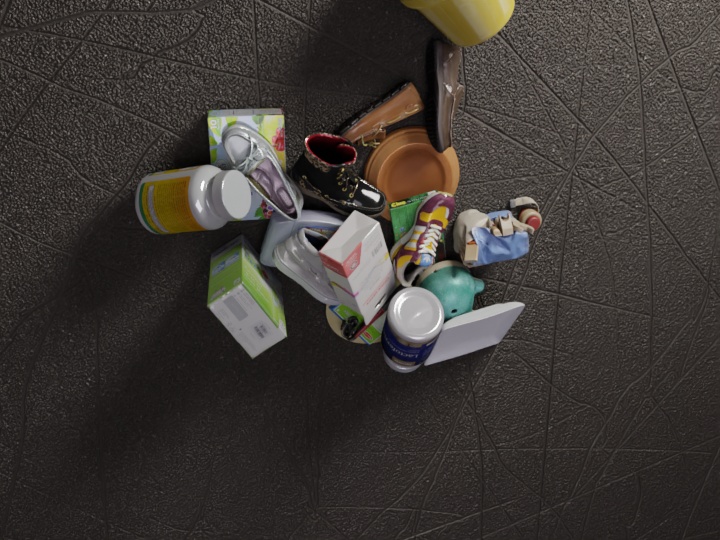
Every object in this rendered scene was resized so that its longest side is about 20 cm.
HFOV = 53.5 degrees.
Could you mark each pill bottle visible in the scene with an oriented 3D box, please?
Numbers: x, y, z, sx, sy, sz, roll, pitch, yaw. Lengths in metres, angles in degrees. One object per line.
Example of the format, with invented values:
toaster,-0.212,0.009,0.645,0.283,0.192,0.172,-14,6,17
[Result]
pill bottle,0.101,0.129,1.469,0.113,0.118,0.201,-5,151,-7
pill bottle,-0.298,-0.127,1.282,0.196,0.113,0.115,-3,124,28

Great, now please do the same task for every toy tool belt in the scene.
toy tool belt,0.291,-0.065,1.459,0.195,0.124,0.127,-14,119,-3

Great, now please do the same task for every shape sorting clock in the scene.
shape sorting clock,0.022,0.076,1.532,0.195,0.040,0.204,-7,124,-10

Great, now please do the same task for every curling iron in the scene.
curling iron,0.035,0.080,1.498,0.199,0.026,0.050,-39,126,11

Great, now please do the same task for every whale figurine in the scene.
whale figurine,0.198,0.074,1.523,0.156,0.105,0.201,-26,131,8

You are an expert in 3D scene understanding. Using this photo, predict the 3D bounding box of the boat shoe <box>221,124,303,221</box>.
boat shoe,-0.174,-0.174,1.289,0.074,0.065,0.203,-34,113,7

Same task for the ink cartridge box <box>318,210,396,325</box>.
ink cartridge box,0.000,0.000,1.388,0.117,0.067,0.202,-49,145,-23

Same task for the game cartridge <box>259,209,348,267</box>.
game cartridge,-0.092,-0.057,1.415,0.195,0.042,0.134,6,137,-21

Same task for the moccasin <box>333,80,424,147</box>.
moccasin,0.028,-0.271,1.340,0.199,0.074,0.079,-35,111,-2

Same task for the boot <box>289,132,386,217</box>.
boot,-0.031,-0.174,1.320,0.196,0.151,0.074,24,68,-4

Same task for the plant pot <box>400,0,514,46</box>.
plant pot,0.161,-0.489,1.188,0.200,0.202,0.188,-39,134,11

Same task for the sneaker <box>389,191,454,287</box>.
sneaker,0.129,-0.057,1.389,0.073,0.091,0.202,11,130,-26

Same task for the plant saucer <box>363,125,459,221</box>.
plant saucer,0.104,-0.182,1.415,0.195,0.038,0.205,-4,117,-8

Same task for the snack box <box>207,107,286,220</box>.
snack box,-0.210,-0.197,1.341,0.138,0.053,0.204,-3,118,-8

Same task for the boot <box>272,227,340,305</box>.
boot,-0.072,-0.006,1.391,0.095,0.075,0.199,-32,134,28

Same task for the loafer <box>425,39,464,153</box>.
loafer,0.162,-0.320,1.322,0.069,0.073,0.205,-6,110,-12

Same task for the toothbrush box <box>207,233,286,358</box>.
toothbrush box,-0.219,0.046,1.382,0.085,0.201,0.147,-31,118,7

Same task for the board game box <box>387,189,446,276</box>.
board game box,0.119,-0.068,1.456,0.102,0.024,0.203,-13,134,-1

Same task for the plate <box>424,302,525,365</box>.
plate,0.238,0.132,1.546,0.195,0.033,0.201,-15,155,-15
